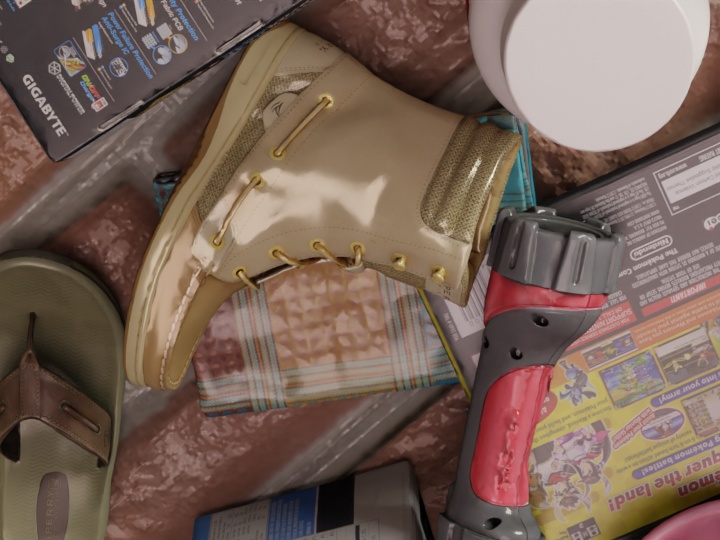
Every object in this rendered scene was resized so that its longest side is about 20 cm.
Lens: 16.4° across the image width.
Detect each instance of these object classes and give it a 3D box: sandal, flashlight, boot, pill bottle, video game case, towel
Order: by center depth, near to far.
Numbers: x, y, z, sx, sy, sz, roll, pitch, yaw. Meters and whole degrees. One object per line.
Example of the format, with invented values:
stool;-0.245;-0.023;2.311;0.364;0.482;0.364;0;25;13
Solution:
pill bottle;0.104;-0.129;1.174;0.111;0.200;0.113;0;112;0
boot;-0.020;-0.008;1.257;0.155;0.073;0.201;25;89;7
flashlight;0.083;0.071;1.258;0.068;0.068;0.201;11;100;9
video game case;0.151;0.038;1.292;0.199;0.026;0.182;-24;97;10
towel;0.000;0.000;1.323;0.199;0.022;0.148;-10;111;4
sandal;-0.164;0.084;1.337;0.079;0.057;0.202;-1;112;1

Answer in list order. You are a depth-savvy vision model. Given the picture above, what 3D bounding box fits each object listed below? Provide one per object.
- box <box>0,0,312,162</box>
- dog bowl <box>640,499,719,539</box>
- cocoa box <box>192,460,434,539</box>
box;-0.136;-0.178;1.217;0.158;0.046;0.201;-32;95;13
dog bowl;0.201;0.201;1.244;0.199;0.201;0.074;-6;144;3
cocoa box;-0.007;0.232;1.354;0.130;0.134;0.201;-15;111;5
